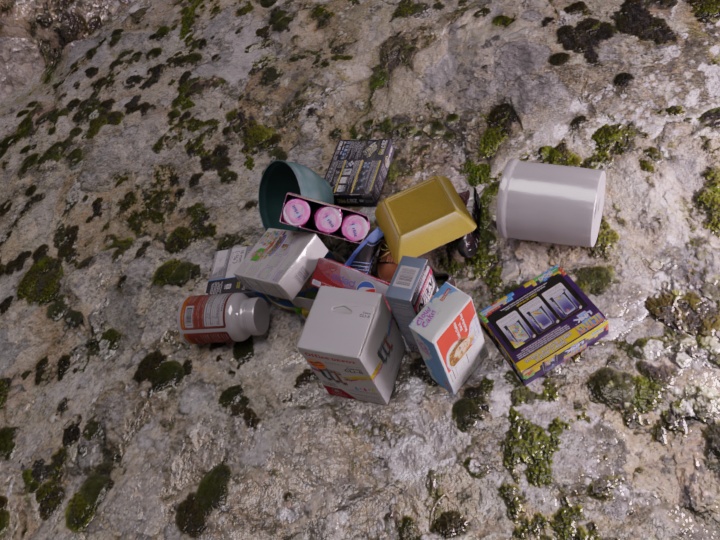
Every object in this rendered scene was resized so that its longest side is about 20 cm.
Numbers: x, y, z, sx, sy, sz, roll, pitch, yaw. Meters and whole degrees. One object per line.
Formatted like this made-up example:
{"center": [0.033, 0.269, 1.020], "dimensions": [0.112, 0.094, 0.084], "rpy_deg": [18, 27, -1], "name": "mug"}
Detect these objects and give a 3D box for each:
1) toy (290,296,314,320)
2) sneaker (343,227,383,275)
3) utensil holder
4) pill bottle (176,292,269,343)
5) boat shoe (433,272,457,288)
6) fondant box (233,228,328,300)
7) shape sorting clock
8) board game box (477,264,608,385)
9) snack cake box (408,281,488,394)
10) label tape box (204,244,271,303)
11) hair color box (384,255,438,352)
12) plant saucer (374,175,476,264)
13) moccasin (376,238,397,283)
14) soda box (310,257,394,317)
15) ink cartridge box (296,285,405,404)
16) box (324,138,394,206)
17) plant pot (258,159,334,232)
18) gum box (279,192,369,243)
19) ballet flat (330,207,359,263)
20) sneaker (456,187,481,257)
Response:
{"center": [-0.052, 0.087, 1.429], "dimensions": [0.196, 0.116, 0.048], "rpy_deg": [6, 58, 26], "name": "toy"}
{"center": [0.000, 0.000, 1.479], "dimensions": [0.078, 0.070, 0.201], "rpy_deg": [39, 97, -1], "name": "sneaker"}
{"center": [0.405, -0.141, 1.386], "dimensions": [0.196, 0.171, 0.172], "rpy_deg": [11, 58, 26], "name": "utensil holder"}
{"center": [-0.317, 0.111, 1.523], "dimensions": [0.195, 0.113, 0.114], "rpy_deg": [-4, 53, 18], "name": "pill bottle"}
{"center": [0.112, 0.045, 1.428], "dimensions": [0.196, 0.066, 0.073], "rpy_deg": [-14, 50, 11], "name": "boat shoe"}
{"center": [-0.183, -0.019, 1.481], "dimensions": [0.198, 0.058, 0.145], "rpy_deg": [10, 58, 49], "name": "fondant box"}
{"center": [-0.145, 0.007, 1.563], "dimensions": [0.195, 0.040, 0.203], "rpy_deg": [-4, 53, 5], "name": "shape sorting clock"}
{"center": [0.358, 0.104, 1.291], "dimensions": [0.197, 0.057, 0.167], "rpy_deg": [-30, 51, -2], "name": "board game box"}
{"center": [0.171, 0.134, 1.247], "dimensions": [0.115, 0.201, 0.067], "rpy_deg": [-45, 50, -16], "name": "snack cake box"}
{"center": [-0.274, 0.012, 1.612], "dimensions": [0.195, 0.064, 0.147], "rpy_deg": [-8, 52, 17], "name": "label tape box"}
{"center": [0.117, 0.074, 1.315], "dimensions": [0.059, 0.201, 0.100], "rpy_deg": [10, 57, 28], "name": "hair color box"}
{"center": [0.136, -0.130, 1.470], "dimensions": [0.197, 0.049, 0.202], "rpy_deg": [-25, 43, 4], "name": "plant saucer"}
{"center": [0.077, -0.053, 1.508], "dimensions": [0.072, 0.078, 0.204], "rpy_deg": [8, 56, 13], "name": "moccasin"}
{"center": [-0.004, 0.036, 1.398], "dimensions": [0.197, 0.070, 0.065], "rpy_deg": [22, 94, 20], "name": "soda box"}
{"center": [-0.014, 0.150, 1.310], "dimensions": [0.142, 0.201, 0.147], "rpy_deg": [6, 56, 25], "name": "ink cartridge box"}
{"center": [-0.010, -0.261, 1.725], "dimensions": [0.158, 0.049, 0.203], "rpy_deg": [1, 55, 25], "name": "box"}
{"center": [-0.150, -0.171, 1.631], "dimensions": [0.132, 0.204, 0.200], "rpy_deg": [-6, 35, -40], "name": "plant pot"}
{"center": [-0.078, -0.117, 1.465], "dimensions": [0.196, 0.114, 0.068], "rpy_deg": [15, 96, -7], "name": "gum box"}
{"center": [-0.032, -0.069, 1.579], "dimensions": [0.074, 0.068, 0.202], "rpy_deg": [-32, 52, 8], "name": "ballet flat"}
{"center": [0.214, -0.102, 1.506], "dimensions": [0.113, 0.076, 0.202], "rpy_deg": [-8, 43, 25], "name": "sneaker"}
